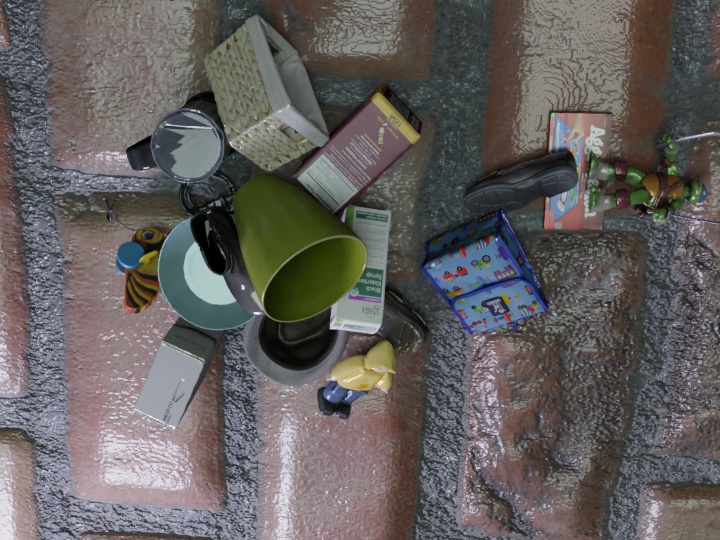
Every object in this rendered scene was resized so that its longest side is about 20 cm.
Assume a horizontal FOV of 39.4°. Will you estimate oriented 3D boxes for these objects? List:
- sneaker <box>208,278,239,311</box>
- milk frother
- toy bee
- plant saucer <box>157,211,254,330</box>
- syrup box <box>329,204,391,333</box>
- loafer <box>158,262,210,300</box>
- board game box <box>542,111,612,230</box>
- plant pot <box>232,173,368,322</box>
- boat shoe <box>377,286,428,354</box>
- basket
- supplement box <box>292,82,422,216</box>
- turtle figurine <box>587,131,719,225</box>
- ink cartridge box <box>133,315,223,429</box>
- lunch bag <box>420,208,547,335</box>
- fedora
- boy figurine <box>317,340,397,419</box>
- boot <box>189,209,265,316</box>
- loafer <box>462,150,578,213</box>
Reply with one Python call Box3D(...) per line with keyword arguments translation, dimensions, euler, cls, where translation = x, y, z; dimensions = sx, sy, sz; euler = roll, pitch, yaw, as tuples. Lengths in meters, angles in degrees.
Box3D(translation=(-0.179, -0.003, 1.757), dimensions=(0.200, 0.079, 0.079), euler=(-35, 94, 10), cls="sneaker")
Box3D(translation=(-0.261, -0.171, 1.650), dimensions=(0.180, 0.188, 0.200), euler=(-32, 103, 14), cls="milk frother")
Box3D(translation=(-0.372, -0.031, 1.748), dimensions=(0.108, 0.131, 0.201), euler=(-9, 97, -18), cls="toy bee")
Box3D(translation=(-0.241, -0.001, 1.704), dimensions=(0.200, 0.039, 0.202), euler=(1, 97, 4), cls="plant saucer")
Box3D(translation=(0.000, 0.000, 1.687), dimensions=(0.078, 0.081, 0.201), euler=(8, 73, -8), cls="syrup box")
Box3D(translation=(-0.276, -0.008, 1.758), dimensions=(0.200, 0.070, 0.070), euler=(-42, 134, 16), cls="loafer")
Box3D(translation=(0.364, -0.166, 1.693), dimensions=(0.102, 0.019, 0.201), euler=(1, 108, 3), cls="board game box")
Box3D(translation=(-0.117, -0.055, 1.596), dimensions=(0.187, 0.187, 0.200), euler=(-45, 58, 16), cls="plant pot")
Box3D(translation=(0.038, 0.068, 1.767), dimensions=(0.200, 0.073, 0.075), euler=(45, 115, 11), cls="boat shoe")
Box3D(translation=(-0.152, -0.275, 1.593), dimensions=(0.123, 0.135, 0.201), euler=(-30, 60, 17), cls="basket")
Box3D(translation=(-0.003, -0.198, 1.652), dimensions=(0.200, 0.131, 0.103), euler=(-42, 100, 16), cls="supplement box")
Box3D(translation=(0.467, -0.150, 1.604), dimensions=(0.193, 0.200, 0.145), euler=(2, 98, 4), cls="turtle figurine")
Box3D(translation=(-0.310, 0.162, 1.754), dimensions=(0.083, 0.200, 0.145), euler=(24, 108, -4), cls="ink cartridge box")
Box3D(translation=(0.219, 0.020, 1.729), dimensions=(0.150, 0.094, 0.200), euler=(-23, 116, 24), cls="lunch bag")
Box3D(translation=(-0.107, 0.095, 1.774), dimensions=(0.176, 0.090, 0.200), euler=(29, 110, -5), cls="fedora")
Box3D(translation=(0.007, 0.191, 1.772), dimensions=(0.124, 0.065, 0.200), euler=(19, 138, -28), cls="boy figurine")
Box3D(translation=(-0.210, -0.003, 1.614), dimensions=(0.070, 0.132, 0.200), euler=(-32, 95, 7), cls="boot")
Box3D(translation=(0.268, -0.149, 1.685), dimensions=(0.199, 0.063, 0.072), euler=(-14, 139, 26), cls="loafer")
